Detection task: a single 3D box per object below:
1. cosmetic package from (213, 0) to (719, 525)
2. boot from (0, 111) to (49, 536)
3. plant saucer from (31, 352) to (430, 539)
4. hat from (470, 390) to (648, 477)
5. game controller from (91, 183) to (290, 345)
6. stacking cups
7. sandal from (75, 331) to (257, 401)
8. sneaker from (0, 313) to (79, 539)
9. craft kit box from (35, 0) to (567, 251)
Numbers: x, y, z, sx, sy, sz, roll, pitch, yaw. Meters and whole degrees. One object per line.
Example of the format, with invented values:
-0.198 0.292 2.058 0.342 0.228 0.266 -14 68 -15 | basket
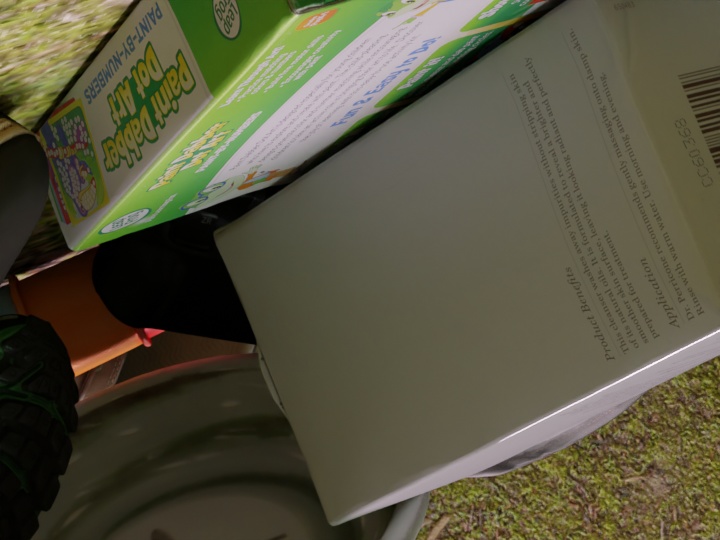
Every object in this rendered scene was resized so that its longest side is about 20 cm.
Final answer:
0.052 -0.005 0.817 0.081 0.114 0.200 -15 170 -42 | cosmetic package
-0.116 0.067 0.761 0.201 0.138 0.077 -58 165 5 | boot
-0.065 0.108 0.929 0.199 0.050 0.201 -14 -148 9 | plant saucer
0.062 -0.005 1.166 0.199 0.201 0.081 -24 -149 7 | hat
0.000 0.000 0.971 0.199 0.042 0.104 10 151 -24 | game controller
-0.149 0.029 1.008 0.199 0.061 0.061 -28 172 -2 | stacking cups
-0.132 0.047 1.075 0.200 0.080 0.057 -22 158 -5 | sandal
-0.184 0.085 0.892 0.200 0.085 0.078 -43 136 -8 | sneaker
0.018 -0.079 0.776 0.197 0.049 0.200 -21 172 -29 | craft kit box
